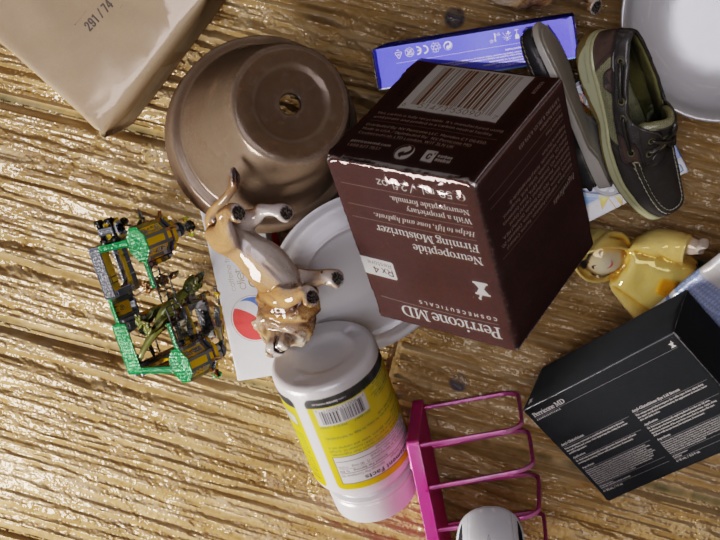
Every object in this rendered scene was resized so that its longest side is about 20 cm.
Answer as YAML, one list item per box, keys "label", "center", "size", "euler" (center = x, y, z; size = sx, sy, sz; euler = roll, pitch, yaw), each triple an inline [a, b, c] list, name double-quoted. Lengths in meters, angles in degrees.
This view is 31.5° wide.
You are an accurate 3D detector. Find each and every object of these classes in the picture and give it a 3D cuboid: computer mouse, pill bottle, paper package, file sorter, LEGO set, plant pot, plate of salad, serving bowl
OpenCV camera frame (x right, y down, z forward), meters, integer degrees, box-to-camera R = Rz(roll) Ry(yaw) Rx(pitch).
- label: "computer mouse"
  center: [0.131, 0.336, 1.279]
  size: [0.109, 0.044, 0.201]
  euler: [-5, 102, 5]
- label: "pill bottle"
  center: [-0.011, 0.162, 1.341]
  size: [0.114, 0.115, 0.201]
  euler: [-12, 123, 11]
- label: "paper package"
  center: [-0.264, -0.278, 1.316]
  size: [0.190, 0.103, 0.200]
  euler: [41, 105, -2]
- label: "file sorter"
  center: [0.131, 0.243, 1.353]
  size: [0.125, 0.139, 0.201]
  euler: [-10, 100, 7]
- label: "LEGO set"
  center: [-0.193, 0.020, 1.353]
  size: [0.153, 0.116, 0.201]
  euler: [-20, 94, 49]
- label: "plant pot"
  center: [-0.087, -0.144, 1.245]
  size: [0.199, 0.175, 0.201]
  euler: [1, 86, -13]
- label: "plate of salad"
  center: [0.000, 0.000, 1.344]
  size: [0.199, 0.048, 0.201]
  euler: [-8, 124, -13]
- label: "serving bowl"
  center: [0.354, -0.248, 1.249]
  size: [0.199, 0.066, 0.201]
  euler: [2, 102, 9]

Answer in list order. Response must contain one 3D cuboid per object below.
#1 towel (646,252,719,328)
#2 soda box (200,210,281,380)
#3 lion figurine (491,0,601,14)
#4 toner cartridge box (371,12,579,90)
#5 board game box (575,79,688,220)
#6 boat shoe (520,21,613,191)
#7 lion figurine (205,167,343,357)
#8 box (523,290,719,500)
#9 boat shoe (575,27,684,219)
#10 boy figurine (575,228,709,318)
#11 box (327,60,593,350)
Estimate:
- label: "towel"
  center: [0.364, 0.067, 1.272]
  size: [0.147, 0.024, 0.200]
  euler: [36, 130, -8]
- label: "soda box"
  center: [-0.116, 0.012, 1.376]
  size: [0.068, 0.064, 0.201]
  euler: [-9, 100, 11]
- label: "lion figurine"
  center: [0.211, -0.330, 1.252]
  size: [0.200, 0.072, 0.122]
  euler: [-49, 49, 0]
- label: "toner cartridge box"
  center: [0.117, -0.220, 1.276]
  size: [0.199, 0.095, 0.043]
  euler: [-8, 101, 11]
- label: "board game box"
  center: [0.217, -0.117, 1.313]
  size: [0.199, 0.034, 0.136]
  euler: [-28, 97, 13]
- label: "boat shoe"
  center: [0.186, -0.150, 1.225]
  size: [0.060, 0.074, 0.200]
  euler: [-14, 137, 23]
- label: "lion figurine"
  center: [-0.097, -0.008, 1.244]
  size: [0.122, 0.072, 0.200]
  euler: [-10, 118, 52]
- label: "box"
  center: [0.288, 0.130, 1.288]
  size: [0.141, 0.079, 0.200]
  euler: [45, 131, -13]
- label: "boat shoe"
  center: [0.270, -0.139, 1.226]
  size: [0.072, 0.066, 0.202]
  euler: [-36, 110, -30]
- label: "boy figurine"
  center: [0.308, 0.007, 1.303]
  size: [0.199, 0.065, 0.125]
  euler: [28, 130, -3]
- label: "box"
  center: [0.099, -0.065, 1.197]
  size: [0.165, 0.164, 0.201]
  euler: [13, 137, 35]
